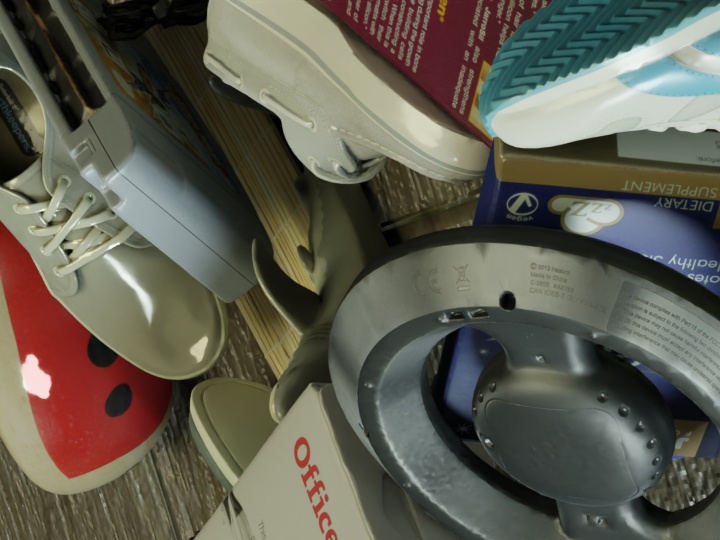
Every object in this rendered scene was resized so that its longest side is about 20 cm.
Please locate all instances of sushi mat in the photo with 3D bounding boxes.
[{"bbox_3d":[-0.065,-0.048,1.384,0.200,0.012,0.096,60,143,17],"label":"sushi mat"}]

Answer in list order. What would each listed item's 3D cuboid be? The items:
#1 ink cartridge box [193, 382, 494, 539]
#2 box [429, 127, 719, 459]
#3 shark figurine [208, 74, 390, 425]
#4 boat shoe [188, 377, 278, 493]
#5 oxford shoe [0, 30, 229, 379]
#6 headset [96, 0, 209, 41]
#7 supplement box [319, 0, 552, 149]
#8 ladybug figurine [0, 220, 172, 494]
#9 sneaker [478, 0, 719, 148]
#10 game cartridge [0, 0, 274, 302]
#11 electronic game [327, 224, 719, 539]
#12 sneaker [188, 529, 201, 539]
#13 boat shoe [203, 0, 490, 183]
[{"bbox_3d":[-0.011,0.164,1.201,0.200,0.084,0.145,-54,46,39],"label":"ink cartridge box"},{"bbox_3d":[0.096,0.019,1.089,0.200,0.121,0.032,102,171,-49],"label":"box"},{"bbox_3d":[0.005,-0.011,1.276,0.089,0.128,0.215,-20,57,23],"label":"shark figurine"},{"bbox_3d":[-0.022,0.132,1.349,0.200,0.073,0.062,44,131,27],"label":"boat shoe"},{"bbox_3d":[-0.137,-0.026,1.326,0.075,0.058,0.200,-34,100,13],"label":"oxford shoe"},{"bbox_3d":[-0.127,-0.205,1.335,0.123,0.094,0.200,-39,76,52],"label":"headset"},{"bbox_3d":[0.068,-0.123,1.118,0.200,0.086,0.110,43,135,35],"label":"supplement box"},{"bbox_3d":[-0.148,0.030,1.430,0.072,0.136,0.200,-4,134,17],"label":"ladybug figurine"},{"bbox_3d":[0.139,-0.076,0.977,0.200,0.077,0.081,-18,119,14],"label":"sneaker"},{"bbox_3d":[-0.112,-0.077,1.311,0.042,0.133,0.200,-42,48,11],"label":"game cartridge"},{"bbox_3d":[0.082,0.056,1.058,0.200,0.042,0.200,17,142,14],"label":"electronic game"},{"bbox_3d":[-0.051,0.212,1.381,0.089,0.078,0.200,98,165,-46],"label":"sneaker"},{"bbox_3d":[-0.008,-0.075,1.196,0.200,0.072,0.069,36,116,40],"label":"boat shoe"}]
